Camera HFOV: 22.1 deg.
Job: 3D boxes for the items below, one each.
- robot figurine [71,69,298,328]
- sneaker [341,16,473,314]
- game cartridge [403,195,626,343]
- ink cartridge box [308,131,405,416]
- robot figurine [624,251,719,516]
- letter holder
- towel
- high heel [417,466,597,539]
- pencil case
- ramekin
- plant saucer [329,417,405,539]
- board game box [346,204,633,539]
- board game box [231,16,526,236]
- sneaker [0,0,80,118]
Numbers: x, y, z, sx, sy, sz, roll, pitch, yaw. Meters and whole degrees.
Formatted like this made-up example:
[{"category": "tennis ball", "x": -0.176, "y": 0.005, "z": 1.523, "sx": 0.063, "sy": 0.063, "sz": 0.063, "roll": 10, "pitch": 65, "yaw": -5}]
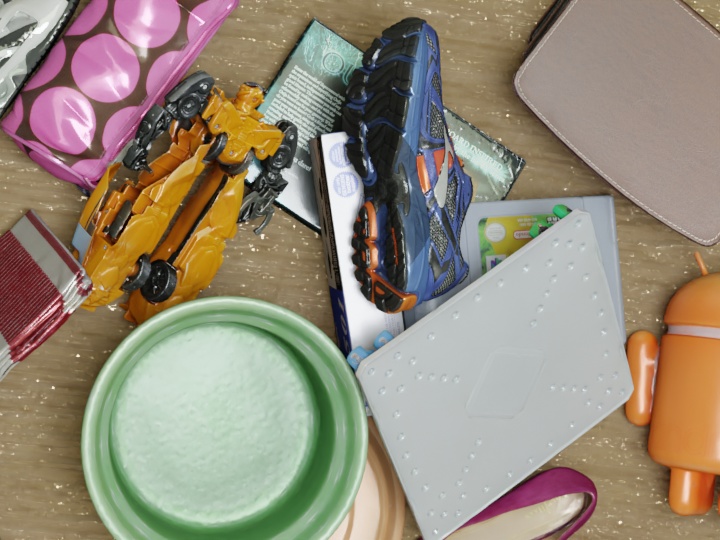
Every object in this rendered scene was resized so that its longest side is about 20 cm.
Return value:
[{"category": "robot figurine", "x": -0.132, "y": -0.053, "z": 1.328, "sx": 0.145, "sy": 0.058, "sz": 0.201, "roll": 27, "pitch": 97, "yaw": -46}, {"category": "sneaker", "x": 0.037, "y": -0.073, "z": 1.273, "sx": 0.078, "sy": 0.075, "sz": 0.202, "roll": -4, "pitch": 99, "yaw": -39}, {"category": "game cartridge", "x": 0.118, "y": 0.014, "z": 1.376, "sx": 0.199, "sy": 0.040, "sz": 0.135, "roll": -5, "pitch": 93, "yaw": -35}, {"category": "ink cartridge box", "x": 0.000, "y": 0.000, "z": 1.340, "sx": 0.044, "sy": 0.094, "sz": 0.202, "roll": -9, "pitch": 93, "yaw": -6}, {"category": "robot figurine", "x": 0.282, "y": 0.089, "z": 1.400, "sx": 0.116, "sy": 0.144, "sz": 0.202, "roll": 9, "pitch": 86, "yaw": -26}, {"category": "letter holder", "x": 0.215, "y": -0.123, "z": 1.405, "sx": 0.200, "sy": 0.101, "sz": 0.142, "roll": 38, "pitch": 85, "yaw": -6}, {"category": "towel", "x": -0.279, "y": 0.053, "z": 1.295, "sx": 0.200, "sy": 0.144, "sz": 0.023, "roll": -45, "pitch": 123, "yaw": -4}, {"category": "high heel", "x": 0.088, "y": 0.214, "z": 1.373, "sx": 0.200, "sy": 0.096, "sz": 0.068, "roll": -42, "pitch": 95, "yaw": -8}, {"category": "pencil case", "x": -0.169, "y": -0.153, "z": 1.349, "sx": 0.093, "sy": 0.091, "sz": 0.201, "roll": 32, "pitch": 84, "yaw": 28}, {"category": "ramekin", "x": -0.100, "y": 0.114, "z": 1.304, "sx": 0.198, "sy": 0.098, "sz": 0.202, "roll": -1, "pitch": 94, "yaw": -12}, {"category": "plant saucer", "x": -0.063, "y": 0.178, "z": 1.382, "sx": 0.199, "sy": 0.032, "sz": 0.202, "roll": 0, "pitch": 89, "yaw": -9}, {"category": "board game box", "x": 0.097, "y": 0.075, "z": 1.313, "sx": 0.199, "sy": 0.026, "sz": 0.201, "roll": -35, "pitch": 134, "yaw": -14}, {"category": "board game box", "x": 0.010, "y": -0.081, "z": 1.403, "sx": 0.199, "sy": 0.028, "sz": 0.136, "roll": 34, "pitch": 85, "yaw": -7}, {"category": "sneaker", "x": -0.270, "y": -0.170, "z": 1.338, "sx": 0.088, "sy": 0.074, "sz": 0.201, "roll": 37, "pitch": 82, "yaw": -8}]
